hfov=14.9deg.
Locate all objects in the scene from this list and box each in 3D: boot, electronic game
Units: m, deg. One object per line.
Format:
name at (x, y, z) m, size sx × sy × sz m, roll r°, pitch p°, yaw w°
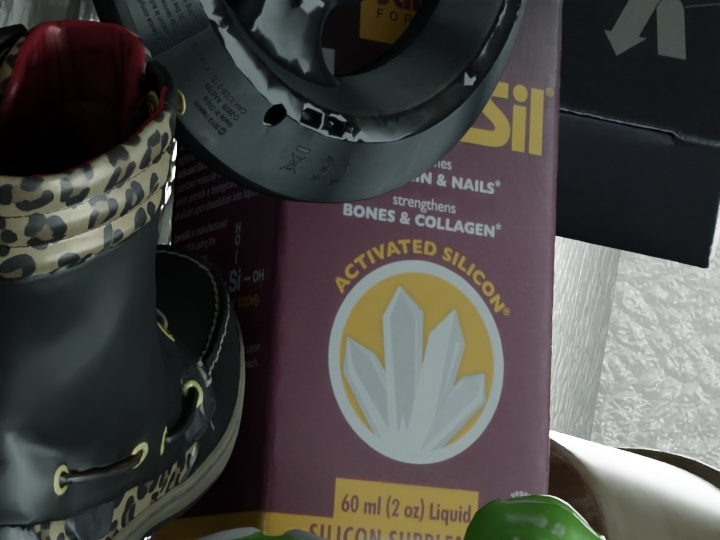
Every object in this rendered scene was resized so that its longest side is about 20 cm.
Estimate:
boot at (-0.078, 0.001, 0.782) m, size 0.200 × 0.073 × 0.151 m, roll -53°, pitch 153°, yaw -57°
electronic game at (-0.012, -0.121, 0.845) m, size 0.200 × 0.041 × 0.201 m, roll -2°, pitch 92°, yaw -47°

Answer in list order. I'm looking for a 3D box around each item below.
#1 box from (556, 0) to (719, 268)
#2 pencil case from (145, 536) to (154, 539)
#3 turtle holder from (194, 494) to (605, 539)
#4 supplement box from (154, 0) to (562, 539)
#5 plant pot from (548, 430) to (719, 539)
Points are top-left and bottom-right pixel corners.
box at (0.068, -0.129, 1.092) m, size 0.118 × 0.196 × 0.201 m, roll 83°, pitch 21°, yaw -66°
pencil case at (-0.060, 0.193, 1.073) m, size 0.088 × 0.087 × 0.201 m, roll -63°, pitch 161°, yaw -58°
turtle holder at (-0.025, 0.131, 0.819) m, size 0.186 × 0.141 × 0.132 m, roll -64°, pitch 177°, yaw 9°
supplement box at (0.000, 0.000, 0.933) m, size 0.086 × 0.110 × 0.201 m, roll -14°, pitch -109°, yaw 60°
plant pot at (0.072, 0.142, 1.040) m, size 0.174 × 0.199 × 0.201 m, roll 43°, pitch 57°, yaw -56°
